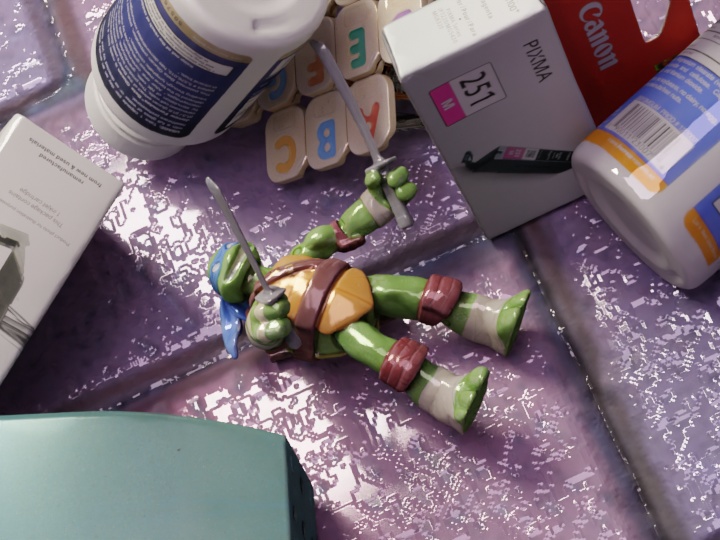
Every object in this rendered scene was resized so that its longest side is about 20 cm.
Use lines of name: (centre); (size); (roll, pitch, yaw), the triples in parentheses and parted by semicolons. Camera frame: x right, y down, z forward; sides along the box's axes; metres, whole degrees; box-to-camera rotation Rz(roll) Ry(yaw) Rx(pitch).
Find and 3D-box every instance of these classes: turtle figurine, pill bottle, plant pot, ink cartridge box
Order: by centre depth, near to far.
plant pot: (-0.130, 0.163, 1.201); (0.199, 0.141, 0.142); (-8, 63, 8)
ink cartridge box: (0.122, -0.114, 1.213); (0.173, 0.200, 0.044); (-25, 58, 6)
turtle figurine: (0.000, 0.000, 1.217); (0.193, 0.144, 0.201); (24, 113, 10)
pill bottle: (0.233, -0.093, 1.219); (0.200, 0.112, 0.112); (-41, 60, -5)
ink cartridge box: (-0.247, 0.014, 1.299); (0.083, 0.147, 0.200); (33, 76, -12)
pill bottle: (-0.108, -0.148, 1.306); (0.111, 0.200, 0.111); (11, 64, -23)

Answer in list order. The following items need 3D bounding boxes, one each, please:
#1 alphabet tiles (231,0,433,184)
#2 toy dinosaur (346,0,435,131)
alphabet tiles: (-0.028, -0.162, 1.328); (0.200, 0.015, 0.196); (-15, 73, 45)
toy dinosaur: (0.061, -0.160, 1.338); (0.199, 0.102, 0.136); (-4, 78, -3)
